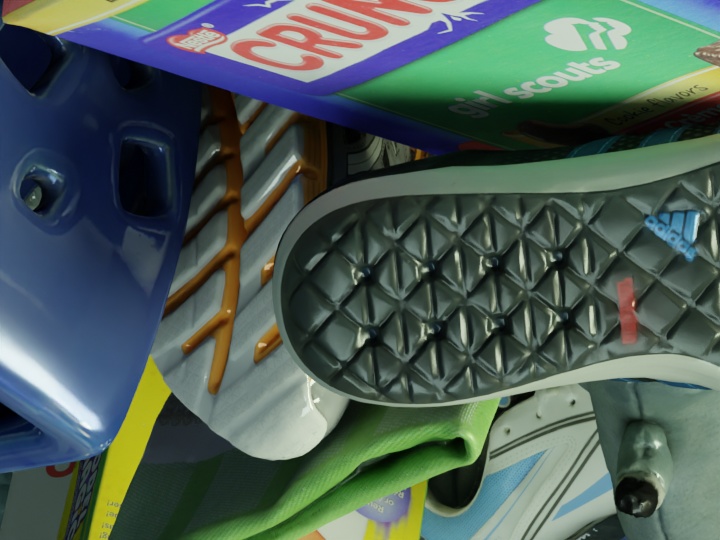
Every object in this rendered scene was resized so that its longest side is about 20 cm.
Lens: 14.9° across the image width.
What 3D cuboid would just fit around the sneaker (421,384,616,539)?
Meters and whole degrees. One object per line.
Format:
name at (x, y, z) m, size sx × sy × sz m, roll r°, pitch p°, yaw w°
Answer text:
sneaker at (0.083, 0.043, 0.936) m, size 0.072 × 0.072 × 0.200 m, roll 36°, pitch 131°, yaw -16°

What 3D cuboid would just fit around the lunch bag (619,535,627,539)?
lunch bag at (0.161, 0.133, 0.961) m, size 0.199 × 0.124 × 0.170 m, roll 27°, pitch 135°, yaw -37°

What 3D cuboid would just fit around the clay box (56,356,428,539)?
clay box at (-0.040, 0.089, 0.910) m, size 0.114 × 0.201 × 0.048 m, roll 22°, pitch 138°, yaw -16°

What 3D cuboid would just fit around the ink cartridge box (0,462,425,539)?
ink cartridge box at (-0.061, 0.152, 0.990) m, size 0.143 × 0.201 × 0.084 m, roll -6°, pitch 142°, yaw 18°

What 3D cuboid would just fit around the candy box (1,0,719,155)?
candy box at (0.045, -0.081, 0.642) m, size 0.199 × 0.078 × 0.169 m, roll 18°, pitch 162°, yaw -32°

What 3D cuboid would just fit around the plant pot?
plant pot at (-0.153, -0.067, 0.742) m, size 0.200 × 0.181 × 0.200 m, roll 35°, pitch 154°, yaw -28°

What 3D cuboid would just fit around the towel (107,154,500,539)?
towel at (0.000, 0.000, 0.801) m, size 0.149 × 0.200 × 0.031 m, roll -30°, pitch 116°, yaw 37°

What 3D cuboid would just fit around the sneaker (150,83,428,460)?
sneaker at (-0.014, -0.035, 0.769) m, size 0.077 × 0.201 × 0.078 m, roll 24°, pitch 137°, yaw -32°

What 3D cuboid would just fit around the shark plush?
shark plush at (0.095, 0.039, 0.793) m, size 0.090 × 0.084 × 0.200 m, roll 13°, pitch 160°, yaw 9°

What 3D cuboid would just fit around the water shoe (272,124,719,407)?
water shoe at (0.079, -0.008, 0.662) m, size 0.199 × 0.079 × 0.072 m, roll 1°, pitch 105°, yaw 1°
